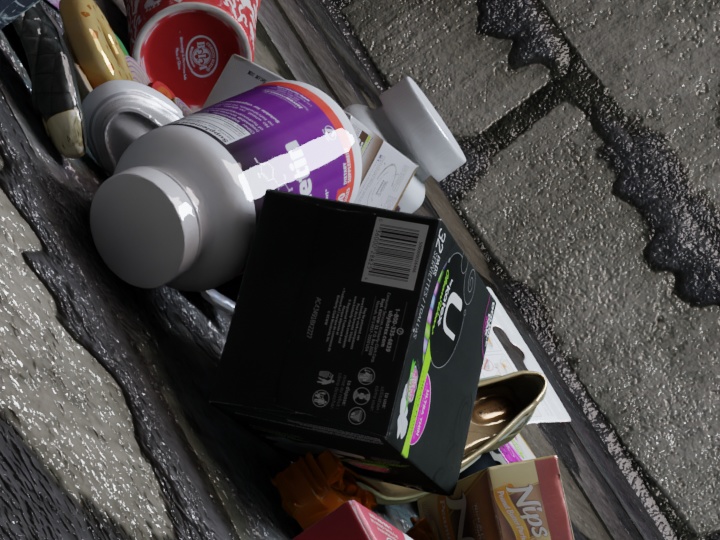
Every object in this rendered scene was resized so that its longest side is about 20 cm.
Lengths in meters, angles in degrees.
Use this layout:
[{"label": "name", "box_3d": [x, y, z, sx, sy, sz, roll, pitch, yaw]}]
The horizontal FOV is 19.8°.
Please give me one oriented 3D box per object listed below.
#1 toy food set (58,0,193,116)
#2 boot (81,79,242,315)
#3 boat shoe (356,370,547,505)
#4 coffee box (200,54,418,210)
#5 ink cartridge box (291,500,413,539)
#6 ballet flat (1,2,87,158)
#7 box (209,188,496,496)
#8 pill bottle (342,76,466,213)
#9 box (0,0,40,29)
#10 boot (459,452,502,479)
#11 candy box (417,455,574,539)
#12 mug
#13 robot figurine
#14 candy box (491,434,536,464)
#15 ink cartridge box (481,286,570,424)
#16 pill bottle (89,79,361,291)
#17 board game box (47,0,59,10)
[{"label": "toy food set", "box_3d": [-0.167, -0.116, 1.611, 0.201, 0.049, 0.198, 58, 8, 21]}, {"label": "boot", "box_3d": [-0.124, -0.048, 1.486, 0.200, 0.073, 0.096, 50, 3, -39]}, {"label": "boat shoe", "box_3d": [0.070, 0.125, 1.647, 0.200, 0.063, 0.073, -26, 76, -44]}, {"label": "coffee box", "box_3d": [-0.042, -0.093, 1.641, 0.114, 0.080, 0.200, 30, 1, 19]}, {"label": "ink cartridge box", "box_3d": [0.034, 0.249, 1.173, 0.201, 0.083, 0.146, 60, 9, 32]}, {"label": "ballet flat", "box_3d": [-0.240, -0.161, 1.421, 0.201, 0.057, 0.067, 62, -18, 15]}, {"label": "box", "box_3d": [0.002, 0.052, 1.366, 0.124, 0.149, 0.200, 11, -14, 17]}, {"label": "pill bottle", "box_3d": [-0.014, -0.075, 1.794, 0.110, 0.200, 0.110, 53, 8, -11]}, {"label": "box", "box_3d": [-0.228, -0.239, 1.218, 0.124, 0.196, 0.200, 56, 9, 7]}, {"label": "boot", "box_3d": [0.054, 0.126, 1.813, 0.169, 0.076, 0.200, 56, 5, -5]}, {"label": "candy box", "box_3d": [0.097, 0.202, 1.446, 0.200, 0.055, 0.116, 134, -54, -73]}, {"label": "mug", "box_3d": [-0.140, -0.212, 1.886, 0.178, 0.133, 0.200, 50, 13, -23]}, {"label": "robot figurine", "box_3d": [0.017, 0.196, 1.375, 0.145, 0.058, 0.200, 59, 10, 32]}, {"label": "candy box", "box_3d": [0.107, 0.156, 2.069, 0.137, 0.061, 0.200, 56, 7, 10]}, {"label": "ink cartridge box", "box_3d": [0.063, 0.088, 1.768, 0.199, 0.047, 0.161, -2, 50, -38]}, {"label": "pill bottle", "box_3d": [-0.091, -0.055, 1.391, 0.113, 0.112, 0.200, 55, 37, 3]}, {"label": "board game box", "box_3d": [-0.308, -0.324, 1.650, 0.201, 0.041, 0.199, 59, 8, 23]}]
